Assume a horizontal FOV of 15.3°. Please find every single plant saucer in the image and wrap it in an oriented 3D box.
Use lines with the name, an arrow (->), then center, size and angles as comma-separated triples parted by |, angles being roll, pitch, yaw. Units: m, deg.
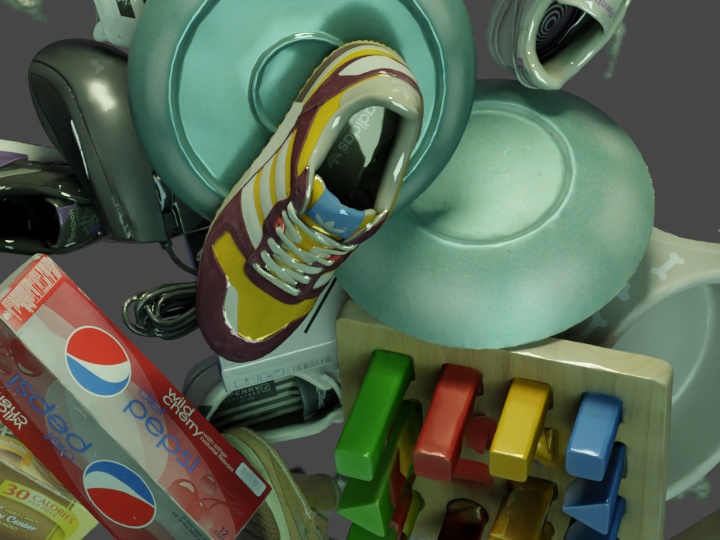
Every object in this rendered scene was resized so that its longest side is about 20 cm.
plant saucer -> -0.030, -0.104, 1.501 | 0.199, 0.027, 0.201 | -3, 112, -8
plant saucer -> 0.073, -0.047, 1.577 | 0.200, 0.202, 0.039 | -15, 143, -4

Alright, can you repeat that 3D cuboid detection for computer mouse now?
computer mouse -> -0.102, -0.064, 1.565 | 0.140, 0.201, 0.046 | -13, 159, -31

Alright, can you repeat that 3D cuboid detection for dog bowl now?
dog bowl -> 0.178, 0.064, 1.673 | 0.199, 0.059, 0.201 | -22, 132, -26

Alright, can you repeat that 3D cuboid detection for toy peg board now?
toy peg board -> 0.075, 0.134, 1.590 | 0.198, 0.098, 0.201 | 11, 140, 14

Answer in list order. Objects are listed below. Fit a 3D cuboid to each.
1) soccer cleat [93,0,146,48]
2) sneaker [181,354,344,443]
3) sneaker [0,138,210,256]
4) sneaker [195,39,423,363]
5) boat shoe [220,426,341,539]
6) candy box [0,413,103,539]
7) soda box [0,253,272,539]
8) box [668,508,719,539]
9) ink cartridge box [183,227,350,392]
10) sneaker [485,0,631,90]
soccer cleat -> -0.111, -0.152, 1.571 | 0.200, 0.069, 0.085 | 40, 110, -19
sneaker -> -0.013, 0.068, 1.676 | 0.199, 0.071, 0.073 | -21, 115, -1
sneaker -> -0.158, -0.036, 1.595 | 0.199, 0.088, 0.076 | -5, 113, -9
sneaker -> -0.031, -0.028, 1.468 | 0.075, 0.090, 0.201 | 22, 107, -16
boat shoe -> -0.047, 0.151, 1.688 | 0.076, 0.072, 0.200 | -38, 149, -18
candy box -> -0.254, 0.158, 1.639 | 0.115, 0.055, 0.200 | 33, 127, -21
soda box -> -0.150, 0.089, 1.575 | 0.200, 0.063, 0.070 | 47, 134, -7
box -> 0.284, 0.194, 1.775 | 0.199, 0.095, 0.078 | -33, 114, 2
ink cartridge box -> 0.000, 0.000, 1.638 | 0.199, 0.044, 0.095 | -15, 71, -4
sneaker -> 0.153, -0.189, 1.584 | 0.075, 0.100, 0.201 | 28, 104, -18
